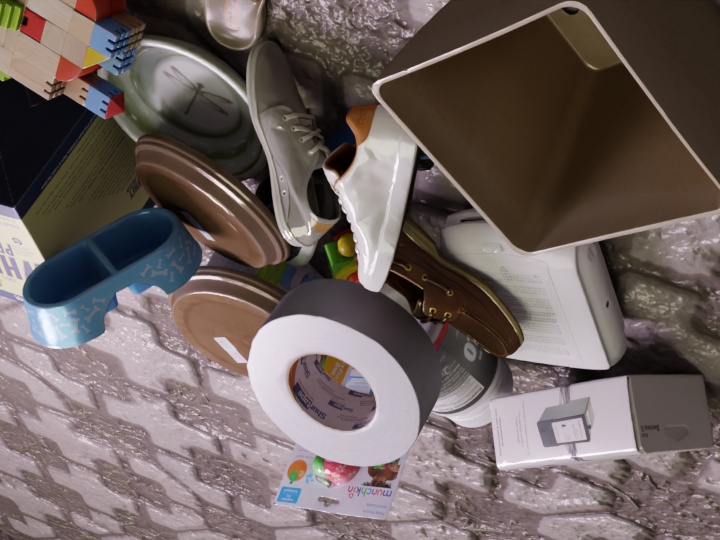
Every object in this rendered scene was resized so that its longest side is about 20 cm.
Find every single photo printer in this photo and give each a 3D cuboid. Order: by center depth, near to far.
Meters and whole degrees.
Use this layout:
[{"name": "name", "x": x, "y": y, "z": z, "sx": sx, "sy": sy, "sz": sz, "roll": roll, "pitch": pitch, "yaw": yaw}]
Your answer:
[{"name": "photo printer", "x": 0.177, "y": 0.013, "z": 1.212, "sx": 0.165, "sy": 0.070, "sz": 0.201, "roll": 5, "pitch": 142, "yaw": 33}]

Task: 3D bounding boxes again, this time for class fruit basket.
[{"name": "fruit basket", "x": -0.014, "y": 0.218, "z": 1.518, "sx": 0.184, "sy": 0.201, "sz": 0.094, "roll": 0, "pitch": 141, "yaw": 36}]

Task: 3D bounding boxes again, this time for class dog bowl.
[{"name": "dog bowl", "x": -0.264, "y": 0.002, "z": 1.227, "sx": 0.111, "sy": 0.199, "sz": 0.050, "roll": 40, "pitch": 157, "yaw": 47}]

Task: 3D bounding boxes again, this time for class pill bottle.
[{"name": "pill bottle", "x": 0.090, "y": 0.097, "z": 1.332, "sx": 0.113, "sy": 0.115, "sz": 0.200, "roll": -1, "pitch": 152, "yaw": 36}]

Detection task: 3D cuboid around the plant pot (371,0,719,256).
[{"name": "plant pot", "x": 0.165, "y": -0.155, "z": 0.879, "sx": 0.199, "sy": 0.178, "sz": 0.200, "roll": -14, "pitch": 130, "yaw": 47}]

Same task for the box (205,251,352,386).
[{"name": "box", "x": -0.098, "y": 0.057, "z": 1.429, "sx": 0.101, "sy": 0.113, "sz": 0.200, "roll": -15, "pitch": 129, "yaw": 45}]

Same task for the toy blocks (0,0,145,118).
[{"name": "toy blocks", "x": -0.272, "y": -0.237, "z": 1.119, "sx": 0.136, "sy": 0.100, "sz": 0.201, "roll": 31, "pitch": 122, "yaw": 9}]

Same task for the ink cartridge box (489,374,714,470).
[{"name": "ink cartridge box", "x": 0.266, "y": 0.169, "z": 1.299, "sx": 0.145, "sy": 0.085, "sz": 0.199, "roll": 4, "pitch": 166, "yaw": -41}]

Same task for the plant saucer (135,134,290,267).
[{"name": "plant saucer", "x": -0.162, "y": -0.067, "z": 1.237, "sx": 0.199, "sy": 0.030, "sz": 0.200, "roll": 32, "pitch": 162, "yaw": 11}]

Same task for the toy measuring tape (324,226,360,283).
[{"name": "toy measuring tape", "x": 0.000, "y": 0.000, "z": 1.338, "sx": 0.073, "sy": 0.074, "sz": 0.200, "roll": 20, "pitch": 162, "yaw": 10}]

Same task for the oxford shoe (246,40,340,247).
[{"name": "oxford shoe", "x": -0.060, "y": -0.124, "z": 1.118, "sx": 0.057, "sy": 0.075, "sz": 0.202, "roll": -15, "pitch": 87, "yaw": 37}]

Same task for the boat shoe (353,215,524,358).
[{"name": "boat shoe", "x": 0.076, "y": 0.026, "z": 1.183, "sx": 0.200, "sy": 0.068, "sz": 0.072, "roll": 41, "pitch": 156, "yaw": -4}]

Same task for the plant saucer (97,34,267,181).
[{"name": "plant saucer", "x": -0.174, "y": -0.176, "z": 1.212, "sx": 0.199, "sy": 0.050, "sz": 0.201, "roll": 19, "pitch": 146, "yaw": 13}]

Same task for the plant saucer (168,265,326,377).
[{"name": "plant saucer", "x": -0.133, "y": 0.068, "z": 1.341, "sx": 0.198, "sy": 0.030, "sz": 0.201, "roll": 16, "pitch": 147, "yaw": 11}]

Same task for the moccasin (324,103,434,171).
[{"name": "moccasin", "x": 0.051, "y": -0.119, "z": 1.104, "sx": 0.199, "sy": 0.081, "sz": 0.068, "roll": -6, "pitch": 134, "yaw": 42}]

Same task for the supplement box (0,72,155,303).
[{"name": "supplement box", "x": -0.352, "y": -0.093, "z": 1.316, "sx": 0.133, "sy": 0.201, "sz": 0.200, "roll": 15, "pitch": 147, "yaw": 21}]

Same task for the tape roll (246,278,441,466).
[{"name": "tape roll", "x": -0.018, "y": 0.109, "z": 1.227, "sx": 0.199, "sy": 0.066, "sz": 0.202, "roll": 14, "pitch": 129, "yaw": 18}]

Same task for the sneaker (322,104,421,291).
[{"name": "sneaker", "x": 0.005, "y": -0.070, "z": 1.079, "sx": 0.084, "sy": 0.073, "sz": 0.201, "roll": 13, "pitch": 129, "yaw": 4}]

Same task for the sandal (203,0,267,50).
[{"name": "sandal", "x": -0.122, "y": -0.264, "z": 1.045, "sx": 0.080, "sy": 0.054, "sz": 0.201, "roll": 20, "pitch": 147, "yaw": 10}]

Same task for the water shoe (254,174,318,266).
[{"name": "water shoe", "x": -0.075, "y": -0.075, "z": 1.250, "sx": 0.078, "sy": 0.072, "sz": 0.200, "roll": 11, "pitch": 148, "yaw": -8}]
